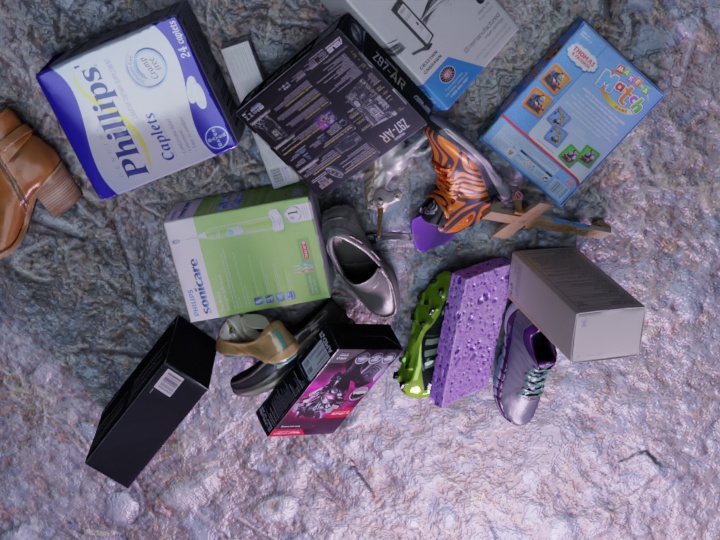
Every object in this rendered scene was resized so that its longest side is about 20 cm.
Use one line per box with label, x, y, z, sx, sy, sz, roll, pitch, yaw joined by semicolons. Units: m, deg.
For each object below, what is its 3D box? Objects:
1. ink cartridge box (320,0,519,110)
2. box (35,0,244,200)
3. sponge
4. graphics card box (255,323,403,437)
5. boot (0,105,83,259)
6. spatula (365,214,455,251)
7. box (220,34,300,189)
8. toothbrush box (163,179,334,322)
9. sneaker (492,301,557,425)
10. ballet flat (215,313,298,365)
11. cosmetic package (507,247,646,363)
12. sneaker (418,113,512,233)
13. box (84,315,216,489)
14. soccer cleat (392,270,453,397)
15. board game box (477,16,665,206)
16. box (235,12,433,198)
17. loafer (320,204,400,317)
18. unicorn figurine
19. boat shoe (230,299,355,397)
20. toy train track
ink cartridge box;0.071;-0.317;1.475;0.200;0.084;0.146;44;83;-18
box;-0.275;-0.215;1.528;0.198;0.105;0.185;-21;112;9
sponge;0.154;0.086;1.673;0.030;0.111;0.202;27;119;36
graphics card box;-0.044;0.154;1.671;0.125;0.051;0.200;5;134;-42
boot;-0.486;-0.106;1.586;0.199;0.077;0.156;-34;112;10
spatula;0.034;-0.044;1.652;0.198;0.021;0.057;-10;121;8
box;-0.128;-0.205;1.569;0.041;0.039;0.201;-18;113;6
toothbrush box;-0.146;-0.028;1.615;0.198;0.086;0.147;-11;111;6
sneaker;0.237;0.142;1.695;0.074;0.088;0.202;-10;116;-19
ballet flat;-0.149;0.083;1.631;0.069;0.199;0.063;-39;112;-27
cosmetic package;0.281;0.041;1.588;0.103;0.200;0.074;-4;116;-16
sneaker;0.115;-0.112;1.553;0.112;0.078;0.200;-43;136;4
box;-0.290;0.183;1.684;0.079;0.141;0.200;34;109;-17
soccer cleat;0.110;0.091;1.699;0.080;0.068;0.201;8;116;-24
board game box;0.275;-0.206;1.577;0.151;0.037;0.200;37;109;-16
box;-0.033;-0.199;1.489;0.160;0.044;0.199;43;129;-18
loafer;0.000;0.000;1.628;0.069;0.070;0.201;-19;130;18
unicorn figurine;0.041;-0.168;1.579;0.137;0.074;0.201;-27;96;11
boat shoe;-0.103;0.105;1.698;0.199;0.075;0.074;-31;101;3
toy train track;0.250;-0.074;1.613;0.198;0.033;0.115;9;156;-27
